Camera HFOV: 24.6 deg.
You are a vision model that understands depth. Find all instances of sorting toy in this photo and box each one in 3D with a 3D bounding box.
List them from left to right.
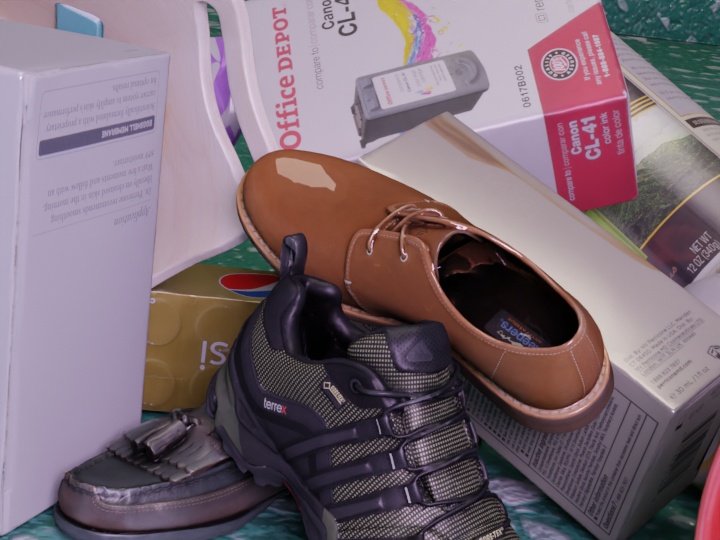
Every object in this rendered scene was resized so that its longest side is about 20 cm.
[{"bbox_3d":[-0.120,-0.073,0.824,0.179,0.202,0.106,-8,8,35],"label":"sorting toy"}]

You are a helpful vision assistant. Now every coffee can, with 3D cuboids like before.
[{"bbox_3d":[0.165,-0.041,1.004,0.146,0.147,0.200,-9,45,-45],"label":"coffee can"}]

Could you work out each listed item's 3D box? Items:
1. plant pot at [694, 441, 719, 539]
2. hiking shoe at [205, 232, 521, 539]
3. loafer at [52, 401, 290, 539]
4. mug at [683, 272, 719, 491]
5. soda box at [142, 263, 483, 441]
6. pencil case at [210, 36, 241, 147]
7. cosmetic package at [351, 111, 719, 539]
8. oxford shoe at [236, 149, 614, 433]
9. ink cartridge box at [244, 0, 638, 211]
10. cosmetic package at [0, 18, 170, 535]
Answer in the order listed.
[{"bbox_3d":[0.244,0.109,0.577,0.199,0.203,0.176,20,10,40],"label":"plant pot"},{"bbox_3d":[0.014,0.074,0.669,0.200,0.101,0.075,41,38,27],"label":"hiking shoe"},{"bbox_3d":[-0.055,0.076,0.766,0.199,0.064,0.071,-8,22,-44],"label":"loafer"},{"bbox_3d":[0.236,0.057,0.831,0.152,0.151,0.186,-8,13,-20],"label":"mug"},{"bbox_3d":[-0.029,0.042,0.891,0.198,0.069,0.064,6,16,-5],"label":"soda box"},{"bbox_3d":[-0.155,-0.123,0.961,0.198,0.084,0.086,14,54,-21],"label":"pencil case"},{"bbox_3d":[0.080,0.025,0.795,0.071,0.106,0.200,-30,59,-36],"label":"cosmetic package"},{"bbox_3d":[0.024,-0.009,0.716,0.199,0.072,0.071,29,-20,25],"label":"oxford shoe"},{"bbox_3d":[0.042,-0.096,0.915,0.198,0.086,0.149,-11,50,3],"label":"ink cartridge box"},{"bbox_3d":[-0.206,-0.013,0.759,0.197,0.202,0.123,13,16,21],"label":"cosmetic package"}]
